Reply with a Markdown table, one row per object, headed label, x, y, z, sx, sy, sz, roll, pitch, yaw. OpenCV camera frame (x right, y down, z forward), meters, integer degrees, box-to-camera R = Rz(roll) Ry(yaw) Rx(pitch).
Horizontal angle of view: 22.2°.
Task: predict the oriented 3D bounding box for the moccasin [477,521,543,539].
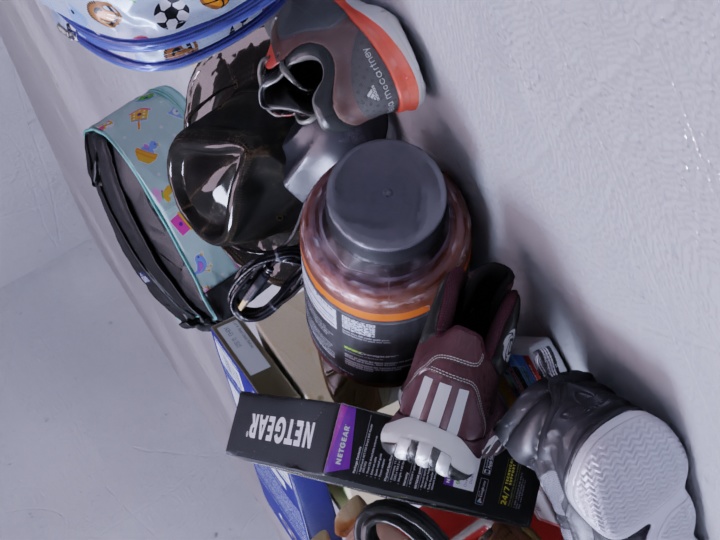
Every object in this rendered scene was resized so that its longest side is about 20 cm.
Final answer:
| label | x | y | z | sx | sy | sz | roll | pitch | yaw |
| --- | --- | --- | --- | --- | --- | --- | --- | --- | --- |
| moccasin | 0.155 | 0.241 | 1.203 | 0.201 | 0.078 | 0.074 | 40 | 152 | 7 |

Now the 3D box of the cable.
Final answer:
| label | x | y | z | sx | sy | sz | roll | pitch | yaw |
| --- | --- | --- | --- | --- | --- | --- | --- | --- | --- |
| cable | 0.091 | 0.202 | 1.155 | 0.199 | 0.050 | 0.098 | 16 | 117 | 20 |

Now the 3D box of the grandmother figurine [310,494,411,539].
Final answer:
| label | x | y | z | sx | sy | sz | roll | pitch | yaw |
| --- | --- | --- | --- | --- | --- | --- | --- | --- | --- |
| grandmother figurine | 0.056 | 0.238 | 1.256 | 0.200 | 0.121 | 0.061 | 39 | 170 | 22 |

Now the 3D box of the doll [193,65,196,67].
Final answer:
| label | x | y | z | sx | sy | sz | roll | pitch | yaw |
| --- | --- | --- | --- | --- | --- | --- | --- | --- | --- |
| doll | -0.107 | -0.185 | 1.383 | 0.200 | 0.048 | 0.137 | 100 | 152 | -73 |

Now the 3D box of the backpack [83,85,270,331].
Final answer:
| label | x | y | z | sx | sy | sz | roll | pitch | yaw |
| --- | --- | --- | --- | --- | --- | --- | --- | --- | --- |
| backpack | -0.149 | -0.067 | 1.607 | 0.200 | 0.153 | 0.176 | 53 | 168 | -10 |

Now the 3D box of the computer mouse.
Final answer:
| label | x | y | z | sx | sy | sz | roll | pitch | yaw |
| --- | --- | --- | --- | --- | --- | --- | --- | --- | --- |
| computer mouse | -0.037 | -0.037 | 1.197 | 0.034 | 0.058 | 0.201 | -96 | 28 | -52 |

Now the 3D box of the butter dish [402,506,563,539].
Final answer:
| label | x | y | z | sx | sy | sz | roll | pitch | yaw |
| --- | --- | --- | --- | --- | --- | --- | --- | --- | --- |
| butter dish | 0.099 | 0.270 | 1.342 | 0.200 | 0.200 | 0.148 | 57 | -169 | 22 |

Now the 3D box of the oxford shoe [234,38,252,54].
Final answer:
| label | x | y | z | sx | sy | sz | roll | pitch | yaw |
| --- | --- | --- | --- | --- | --- | --- | --- | --- | --- |
| oxford shoe | -0.065 | -0.097 | 1.329 | 0.073 | 0.084 | 0.201 | 50 | 162 | 61 |

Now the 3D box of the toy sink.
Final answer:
| label | x | y | z | sx | sy | sz | roll | pitch | yaw |
| --- | --- | --- | --- | --- | --- | --- | --- | --- | --- |
| toy sink | 0.003 | 0.117 | 1.484 | 0.131 | 0.112 | 0.201 | 53 | 167 | 39 |

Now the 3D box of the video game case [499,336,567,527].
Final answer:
| label | x | y | z | sx | sy | sz | roll | pitch | yaw |
| --- | --- | --- | --- | --- | --- | --- | --- | --- | --- |
| video game case | 0.118 | 0.107 | 1.182 | 0.144 | 0.017 | 0.200 | 62 | 169 | -4 |

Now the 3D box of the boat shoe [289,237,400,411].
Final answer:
| label | x | y | z | sx | sy | sz | roll | pitch | yaw |
| --- | --- | --- | --- | --- | --- | --- | --- | --- | --- |
| boat shoe | 0.000 | 0.000 | 1.304 | 0.072 | 0.065 | 0.201 | -1 | 104 | 48 |

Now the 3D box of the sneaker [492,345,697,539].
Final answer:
| label | x | y | z | sx | sy | sz | roll | pitch | yaw |
| --- | --- | --- | --- | --- | --- | --- | --- | --- | --- |
| sneaker | 0.134 | 0.130 | 1.031 | 0.114 | 0.075 | 0.201 | 50 | 159 | 46 |

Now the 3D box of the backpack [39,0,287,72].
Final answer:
| label | x | y | z | sx | sy | sz | roll | pitch | yaw |
| --- | --- | --- | --- | --- | --- | --- | --- | --- | --- |
| backpack | -0.118 | -0.204 | 1.062 | 0.190 | 0.200 | 0.154 | 38 | 160 | 49 |

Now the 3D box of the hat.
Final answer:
| label | x | y | z | sx | sy | sz | roll | pitch | yaw |
| --- | --- | --- | --- | --- | --- | --- | --- | --- | --- |
| hat | -0.080 | -0.073 | 1.250 | 0.200 | 0.081 | 0.202 | 17 | 115 | 41 |

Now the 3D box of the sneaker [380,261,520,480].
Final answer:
| label | x | y | z | sx | sy | sz | roll | pitch | yaw |
| --- | --- | --- | --- | --- | --- | --- | --- | --- | --- |
| sneaker | 0.069 | 0.048 | 1.089 | 0.075 | 0.116 | 0.200 | 19 | -171 | 4 |

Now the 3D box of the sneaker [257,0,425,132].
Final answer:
| label | x | y | z | sx | sy | sz | roll | pitch | yaw |
| --- | --- | --- | --- | --- | --- | --- | --- | --- | --- |
| sneaker | -0.035 | -0.132 | 1.101 | 0.077 | 0.082 | 0.200 | 66 | 168 | -25 |

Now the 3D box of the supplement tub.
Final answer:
| label | x | y | z | sx | sy | sz | roll | pitch | yaw |
| --- | --- | --- | --- | --- | --- | --- | --- | --- | --- |
| supplement tub | 0.016 | -0.006 | 1.132 | 0.107 | 0.107 | 0.200 | 57 | 168 | 19 |

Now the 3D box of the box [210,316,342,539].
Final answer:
| label | x | y | z | sx | sy | sz | roll | pitch | yaw |
| --- | --- | --- | --- | --- | --- | --- | --- | --- | --- |
| box | -0.064 | 0.145 | 1.482 | 0.121 | 0.032 | 0.201 | 49 | 158 | 49 |

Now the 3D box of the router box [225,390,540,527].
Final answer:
| label | x | y | z | sx | sy | sz | roll | pitch | yaw |
| --- | --- | --- | --- | --- | --- | --- | --- | --- | --- |
| router box | 0.012 | 0.124 | 1.225 | 0.200 | 0.148 | 0.051 | -4 | 71 | 67 |
